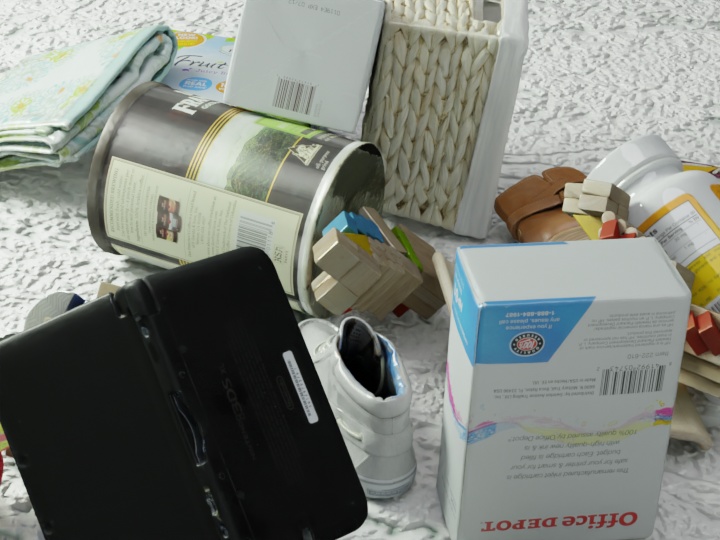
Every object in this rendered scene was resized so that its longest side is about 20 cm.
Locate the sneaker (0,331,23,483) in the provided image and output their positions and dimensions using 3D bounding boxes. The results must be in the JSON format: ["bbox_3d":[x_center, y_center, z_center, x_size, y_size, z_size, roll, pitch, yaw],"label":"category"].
[{"bbox_3d":[-0.285,0.120,1.242,0.199,0.091,0.078,-23,20,19],"label":"sneaker"}]

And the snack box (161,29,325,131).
[{"bbox_3d":[-0.120,-0.143,1.691,0.168,0.068,0.200,8,32,6],"label":"snack box"}]

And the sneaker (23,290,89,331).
[{"bbox_3d":[-0.137,0.082,1.318,0.199,0.081,0.115,38,13,14],"label":"sneaker"}]

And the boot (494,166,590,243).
[{"bbox_3d":[0.226,-0.046,1.575,0.199,0.074,0.155,-9,31,-24],"label":"boot"}]

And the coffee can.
[{"bbox_3d":[-0.099,-0.058,1.489,0.199,0.147,0.146,17,35,19],"label":"coffee can"}]

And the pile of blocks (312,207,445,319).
[{"bbox_3d":[0.000,0.000,1.422,0.082,0.062,0.200,54,17,21],"label":"pile of blocks"}]

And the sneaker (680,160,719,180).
[{"bbox_3d":[0.352,-0.076,1.613,0.199,0.091,0.075,21,37,24],"label":"sneaker"}]

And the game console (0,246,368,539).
[{"bbox_3d":[-0.118,0.108,1.194,0.175,0.201,0.116,-19,-5,-43],"label":"game console"}]

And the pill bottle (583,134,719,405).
[{"bbox_3d":[0.258,-0.005,1.420,0.111,0.111,0.200,-18,60,-30],"label":"pill bottle"}]

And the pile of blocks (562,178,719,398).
[{"bbox_3d":[0.200,0.010,1.347,0.200,0.082,0.062,51,13,27],"label":"pile of blocks"}]

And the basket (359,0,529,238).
[{"bbox_3d":[0.068,-0.149,1.587,0.123,0.201,0.136,9,33,-1],"label":"basket"}]

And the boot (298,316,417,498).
[{"bbox_3d":[-0.005,0.070,1.347,0.073,0.096,0.200,-10,35,-20],"label":"boot"}]

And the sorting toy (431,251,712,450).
[{"bbox_3d":[0.160,0.054,1.391,0.199,0.037,0.185,13,30,-18],"label":"sorting toy"}]

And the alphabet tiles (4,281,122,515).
[{"bbox_3d":[-0.139,0.104,1.248,0.199,0.167,0.006,14,-4,15],"label":"alphabet tiles"}]

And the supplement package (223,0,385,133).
[{"bbox_3d":[-0.045,-0.189,1.549,0.113,0.110,0.200,14,10,-2],"label":"supplement package"}]

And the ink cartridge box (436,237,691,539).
[{"bbox_3d":[0.132,0.086,1.245,0.144,0.201,0.085,-2,29,-10],"label":"ink cartridge box"}]

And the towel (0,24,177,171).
[{"bbox_3d":[-0.275,-0.151,1.640,0.170,0.048,0.200,-4,31,33],"label":"towel"}]
